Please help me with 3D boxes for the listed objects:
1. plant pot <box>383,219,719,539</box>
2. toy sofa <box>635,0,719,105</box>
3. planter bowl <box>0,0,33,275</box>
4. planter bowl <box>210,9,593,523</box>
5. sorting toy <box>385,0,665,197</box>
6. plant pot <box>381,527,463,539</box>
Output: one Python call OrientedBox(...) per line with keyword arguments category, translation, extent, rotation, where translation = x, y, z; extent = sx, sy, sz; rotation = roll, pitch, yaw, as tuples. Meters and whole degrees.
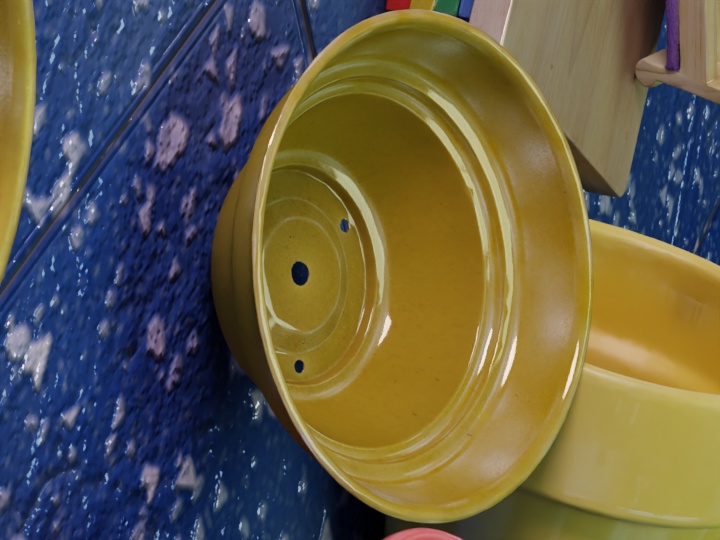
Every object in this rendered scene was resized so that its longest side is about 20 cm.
OrientedBox(category="plant pot", translation=(0.092, 0.096, 1.356), extent=(0.201, 0.200, 0.190), rotation=(-27, 138, -62))
OrientedBox(category="toy sofa", translation=(0.164, -0.186, 1.388), extent=(0.083, 0.097, 0.201), rotation=(-26, 125, -33))
OrientedBox(category="planter bowl", translation=(-0.173, -0.043, 0.797), extent=(0.200, 0.083, 0.202), rotation=(8, 90, -66))
OrientedBox(category="planter bowl", translation=(0.000, 0.000, 1.191), extent=(0.200, 0.083, 0.202), rotation=(4, 84, -47))
OrientedBox(category="sorting toy", translation=(0.085, -0.161, 1.383), extent=(0.199, 0.069, 0.201), rotation=(39, 62, -63))
OrientedBox(category="plant pot", translation=(-0.019, 0.216, 1.082), extent=(0.200, 0.177, 0.201), rotation=(42, 35, -39))
